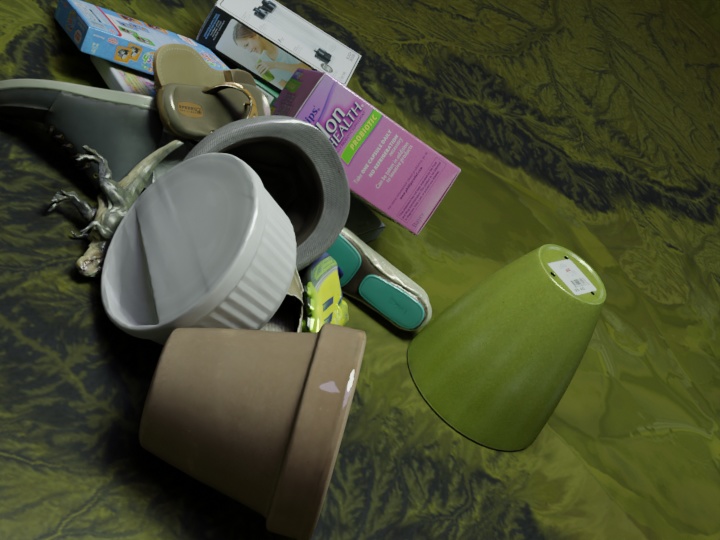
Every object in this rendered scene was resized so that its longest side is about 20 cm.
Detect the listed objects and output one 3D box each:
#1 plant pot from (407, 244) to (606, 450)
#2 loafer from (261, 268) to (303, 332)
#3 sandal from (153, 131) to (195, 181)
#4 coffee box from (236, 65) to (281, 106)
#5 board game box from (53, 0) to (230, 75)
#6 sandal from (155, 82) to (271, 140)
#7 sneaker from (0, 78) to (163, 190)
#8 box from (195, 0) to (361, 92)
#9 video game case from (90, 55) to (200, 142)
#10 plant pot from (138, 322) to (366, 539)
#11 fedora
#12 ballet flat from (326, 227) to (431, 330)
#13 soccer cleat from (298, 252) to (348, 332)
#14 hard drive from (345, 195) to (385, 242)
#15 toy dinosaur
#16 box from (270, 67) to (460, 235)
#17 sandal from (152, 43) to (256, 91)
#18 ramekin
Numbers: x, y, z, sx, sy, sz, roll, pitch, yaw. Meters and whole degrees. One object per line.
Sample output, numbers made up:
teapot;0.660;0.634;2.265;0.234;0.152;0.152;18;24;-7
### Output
plant pot;0.186;0.072;1.548;0.187;0.200;0.187;26;33;-18
loafer;-0.091;0.027;1.393;0.076;0.067;0.200;-4;69;-24
sandal;-0.191;-0.102;1.550;0.202;0.050;0.083;18;52;-17
coffee box;-0.076;-0.220;1.822;0.200;0.044;0.123;34;31;-4
board game box;-0.266;-0.277;1.670;0.200;0.037;0.151;14;18;-30
sandal;-0.153;-0.182;1.518;0.200;0.054;0.080;-7;77;-61
sneaker;-0.316;-0.145;1.459;0.200;0.106;0.075;6;-4;-4
box;-0.106;-0.296;1.792;0.200;0.060;0.117;32;32;-8
video game case;-0.218;-0.202;1.629;0.182;0.024;0.200;14;22;-33
plant pot;-0.102;0.127;1.226;0.174;0.200;0.200;17;33;0
fedora;-0.120;-0.077;1.491;0.200;0.090;0.177;-29;101;-16
ballet flat;0.000;0.000;1.596;0.200;0.067;0.062;40;21;-6
soccer cleat;-0.042;0.049;1.484;0.084;0.065;0.200;30;32;-25
hard drive;-0.074;-0.106;1.691;0.200;0.026;0.132;46;32;15
toy dinosaur;-0.268;-0.077;1.408;0.088;0.047;0.200;29;59;-7
box;-0.006;-0.146;1.615;0.200;0.097;0.176;33;2;-16
sandal;-0.204;-0.214;1.573;0.070;0.078;0.212;1;-1;27
ramekin;-0.153;-0.008;1.329;0.094;0.202;0.203;39;23;-42
